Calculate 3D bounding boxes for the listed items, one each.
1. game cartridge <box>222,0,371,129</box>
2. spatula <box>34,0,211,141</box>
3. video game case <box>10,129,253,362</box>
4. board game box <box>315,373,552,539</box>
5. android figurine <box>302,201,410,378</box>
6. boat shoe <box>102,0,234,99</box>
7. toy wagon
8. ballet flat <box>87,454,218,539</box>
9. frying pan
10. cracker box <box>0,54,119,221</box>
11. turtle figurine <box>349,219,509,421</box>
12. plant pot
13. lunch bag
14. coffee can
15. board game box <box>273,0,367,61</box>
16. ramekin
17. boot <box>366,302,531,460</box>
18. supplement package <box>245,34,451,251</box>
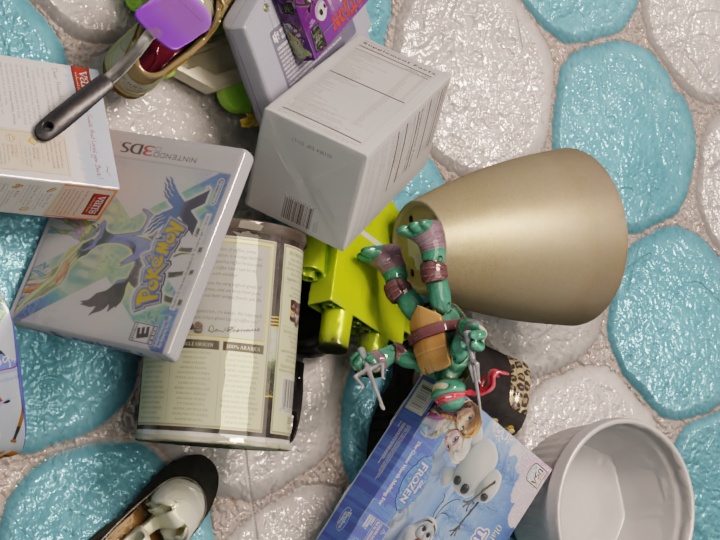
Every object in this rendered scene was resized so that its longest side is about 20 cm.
[{"bbox_3d":[-0.060,-0.240,1.543,0.200,0.041,0.134,-49,133,-44],"label":"game cartridge"},{"bbox_3d":[-0.212,-0.180,1.381,0.056,0.021,0.200,41,72,8],"label":"spatula"},{"bbox_3d":[-0.206,-0.028,1.398,0.022,0.181,0.202,47,58,-57],"label":"video game case"},{"bbox_3d":[0.078,0.234,1.571,0.199,0.043,0.201,40,80,-40],"label":"board game box"},{"bbox_3d":[0.000,0.000,1.571,0.182,0.041,0.202,33,53,-45],"label":"android figurine"},{"bbox_3d":[-0.159,-0.242,1.459,0.074,0.066,0.201,41,66,-23],"label":"boat shoe"},{"bbox_3d":[-0.142,-0.234,1.534,0.154,0.039,0.202,-25,99,-32],"label":"toy wagon"},{"bbox_3d":[-0.193,0.243,1.434,0.200,0.068,0.068,-41,106,-29],"label":"ballet flat"},{"bbox_3d":[-0.049,0.068,1.566,0.114,0.031,0.192,-9,91,-35],"label":"frying pan"},{"bbox_3d":[-0.319,-0.121,1.367,0.198,0.058,0.135,5,55,-32],"label":"cracker box"},{"bbox_3d":[0.062,0.062,1.486,0.100,0.149,0.202,14,57,-59],"label":"turtle figurine"},{"bbox_3d":[0.138,-0.031,1.604,0.198,0.187,0.189,-3,87,-34],"label":"plant pot"},{"bbox_3d":[-0.341,0.068,1.282,0.075,0.199,0.162,-14,106,-31],"label":"lunch bag"},{"bbox_3d":[-0.129,0.061,1.448,0.145,0.146,0.202,9,80,-32],"label":"coffee can"},{"bbox_3d":[-0.026,-0.309,1.538,0.200,0.032,0.121,-55,139,-40],"label":"board game box"},{"bbox_3d":[0.257,0.262,1.703,0.199,0.105,0.202,4,82,-33],"label":"ramekin"},{"bbox_3d":[0.094,0.151,1.631,0.150,0.073,0.202,27,68,-29],"label":"boot"},{"bbox_3d":[-0.009,-0.127,1.506,0.113,0.110,0.200,26,37,14],"label":"supplement package"}]
